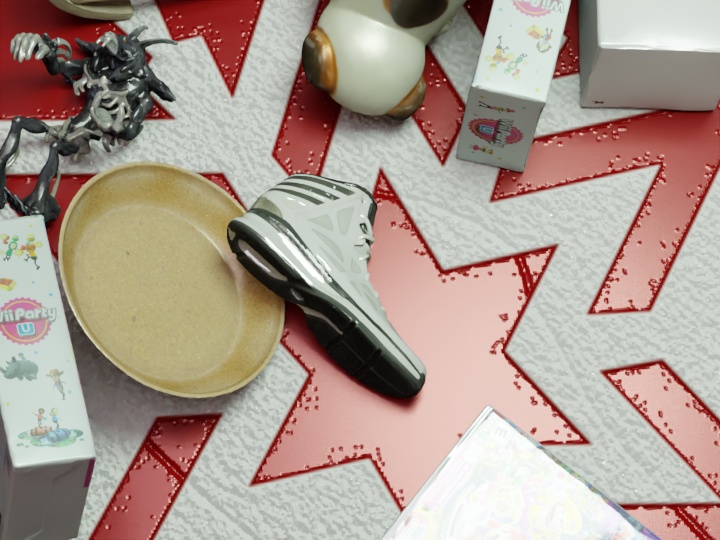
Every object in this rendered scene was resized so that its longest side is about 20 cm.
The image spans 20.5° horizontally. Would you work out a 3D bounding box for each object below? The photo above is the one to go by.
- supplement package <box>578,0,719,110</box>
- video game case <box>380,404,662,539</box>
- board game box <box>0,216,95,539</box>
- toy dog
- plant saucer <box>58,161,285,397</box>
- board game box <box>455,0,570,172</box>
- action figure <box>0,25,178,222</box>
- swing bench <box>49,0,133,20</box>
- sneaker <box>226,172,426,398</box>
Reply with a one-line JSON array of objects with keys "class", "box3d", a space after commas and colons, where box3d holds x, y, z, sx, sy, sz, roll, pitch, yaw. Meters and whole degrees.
[{"class": "supplement package", "box3d": [0.245, -0.248, 1.649, 0.118, 0.121, 0.202, 2, 72, -1]}, {"class": "video game case", "box3d": [0.134, 0.219, 1.544, 0.199, 0.018, 0.143, 38, 74, 10]}, {"class": "board game box", "box3d": [-0.253, 0.084, 1.484, 0.064, 0.148, 0.201, -8, 62, -20]}, {"class": "toy dog", "box3d": [0.036, -0.220, 1.614, 0.139, 0.201, 0.194, 15, 26, -33]}, {"class": "plant saucer", "box3d": [-0.153, 0.012, 1.560, 0.199, 0.035, 0.202, 18, 56, -28]}, {"class": "board game box", "box3d": [0.134, -0.202, 1.617, 0.064, 0.148, 0.202, 13, 71, 2]}, {"class": "action figure", "box3d": [-0.230, -0.135, 1.611, 0.118, 0.102, 0.201, 31, 75, 21]}, {"class": "swing bench", "box3d": [-0.186, -0.330, 1.666, 0.198, 0.130, 0.201, -14, 73, 0]}, {"class": "sneaker", "box3d": [0.000, 0.000, 1.585, 0.200, 0.076, 0.115, 45, 62, 0]}]
